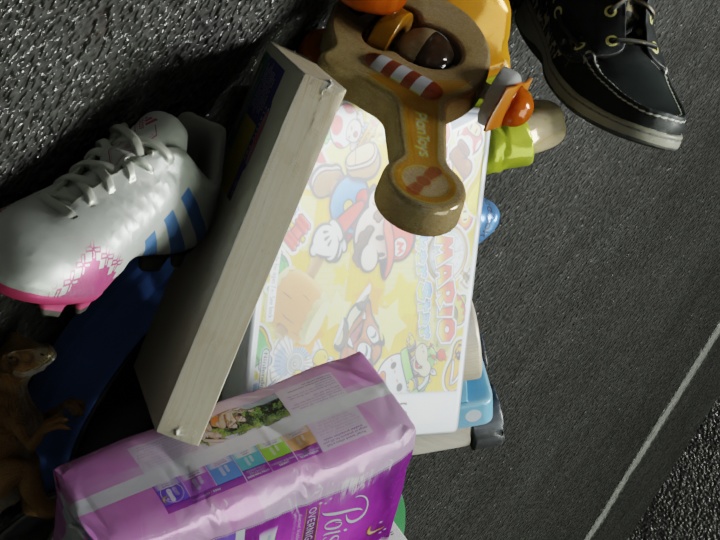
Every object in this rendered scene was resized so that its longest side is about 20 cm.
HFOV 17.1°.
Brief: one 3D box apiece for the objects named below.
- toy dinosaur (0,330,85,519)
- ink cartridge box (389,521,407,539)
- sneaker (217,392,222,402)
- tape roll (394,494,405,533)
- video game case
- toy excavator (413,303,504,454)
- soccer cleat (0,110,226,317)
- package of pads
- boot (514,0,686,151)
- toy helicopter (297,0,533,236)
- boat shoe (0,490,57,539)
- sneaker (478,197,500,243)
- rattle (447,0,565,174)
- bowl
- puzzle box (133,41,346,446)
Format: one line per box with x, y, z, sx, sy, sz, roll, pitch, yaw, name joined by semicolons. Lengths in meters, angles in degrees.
-0.202;0.116;1.322;0.200;0.106;0.060;-62;-160;20;toy dinosaur
-0.084;0.211;1.439;0.200;0.085;0.146;-26;157;-31;ink cartridge box
-0.087;0.119;1.457;0.114;0.075;0.200;-53;162;11;sneaker
-0.056;0.210;1.648;0.200;0.048;0.200;-39;-154;23;tape roll
0.000;0.000;1.400;0.182;0.023;0.200;0;98;-45;video game case
0.049;0.058;1.727;0.100;0.195;0.200;-9;130;-4;toy excavator
-0.128;-0.038;1.193;0.086;0.070;0.200;-68;165;18;soccer cleat
-0.073;0.131;1.307;0.200;0.076;0.121;-20;146;-26;package of pads
0.177;-0.183;1.551;0.073;0.204;0.154;13;116;-26;boot
0.038;-0.085;1.299;0.200;0.132;0.079;-92;-160;-49;toy helicopter
-0.224;0.195;1.402;0.200;0.072;0.071;-44;131;8;boat shoe
0.026;-0.003;1.556;0.078;0.066;0.200;4;159;-22;sneaker
0.063;-0.131;1.571;0.130;0.143;0.200;-24;-172;16;rattle
-0.126;0.057;1.425;0.201;0.039;0.201;-47;163;-19;bowl
-0.066;-0.018;1.263;0.133;0.025;0.200;-126;-122;-74;puzzle box
